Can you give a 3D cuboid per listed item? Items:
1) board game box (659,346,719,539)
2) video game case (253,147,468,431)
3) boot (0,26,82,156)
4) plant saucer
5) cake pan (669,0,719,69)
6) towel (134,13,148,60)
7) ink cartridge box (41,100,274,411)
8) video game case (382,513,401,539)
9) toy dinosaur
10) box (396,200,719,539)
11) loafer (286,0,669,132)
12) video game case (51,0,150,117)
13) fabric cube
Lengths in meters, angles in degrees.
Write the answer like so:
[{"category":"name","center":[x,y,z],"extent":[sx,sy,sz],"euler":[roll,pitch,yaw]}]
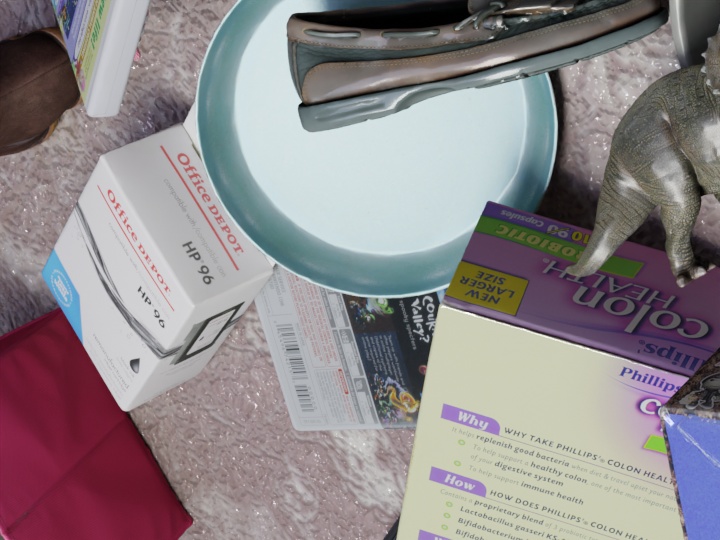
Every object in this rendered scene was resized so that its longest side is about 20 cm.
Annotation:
[{"category":"board game box","center":[0.237,0.086,0.836],"extent":[0.096,0.200,0.161],"euler":[6,120,40]},{"category":"video game case","center":[0.000,0.000,1.107],"extent":[0.181,0.023,0.202],"euler":[-6,105,44]},{"category":"boot","center":[-0.255,-0.096,1.177],"extent":[0.199,0.166,0.073],"euler":[-23,100,47]},{"category":"plant saucer","center":[0.009,-0.081,1.002],"extent":[0.198,0.027,0.202],"euler":[3,114,8]},{"category":"cake pan","center":[0.235,-0.113,0.828],"extent":[0.199,0.037,0.202],"euler":[22,130,30]},{"category":"towel","center":[-0.133,-0.222,1.028],"extent":[0.200,0.030,0.148],"euler":[129,128,-59]},{"category":"ink cartridge box","center":[-0.126,-0.009,1.165],"extent":[0.116,0.068,0.200],"euler":[56,145,13]},{"category":"video game case","center":[0.115,0.197,1.147],"extent":[0.200,0.025,0.181],"euler":[43,137,13]},{"category":"toy dinosaur","center":[0.165,-0.058,0.860],"extent":[0.200,0.077,0.103],"euler":[-35,79,53]},{"category":"box","center":[0.122,0.089,0.982],"extent":[0.174,0.097,0.201],"euler":[16,130,10]},{"category":"loafer","center":[0.052,-0.123,0.925],"extent":[0.198,0.072,0.063],"euler":[-15,101,19]},{"category":"video game case","center":[-0.143,-0.216,0.992],"extent":[0.201,0.022,0.183],"euler":[116,140,-50]},{"category":"fabric cube","center":[-0.275,0.177,1.310],"extent":[0.195,0.199,0.201],"euler":[-26,99,25]}]
